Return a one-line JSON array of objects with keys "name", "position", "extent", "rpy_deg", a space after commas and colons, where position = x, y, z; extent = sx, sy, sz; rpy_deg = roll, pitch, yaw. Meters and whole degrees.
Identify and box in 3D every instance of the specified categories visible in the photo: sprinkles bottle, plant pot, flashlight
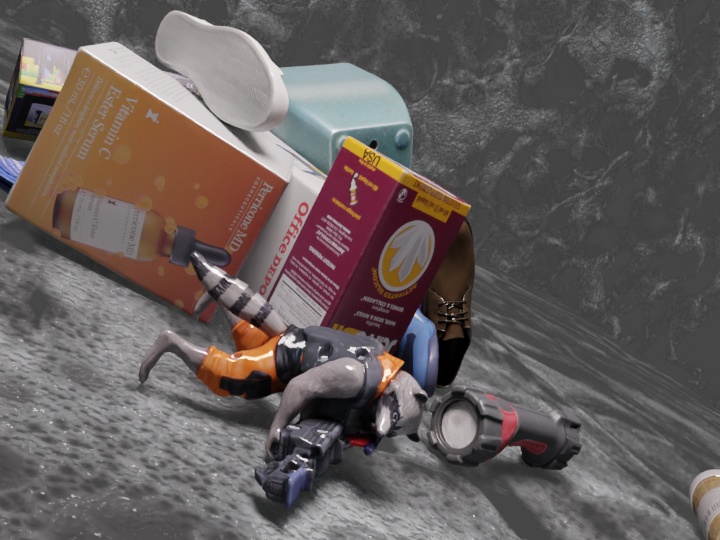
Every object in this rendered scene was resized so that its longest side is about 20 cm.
[{"name": "sprinkles bottle", "position": [0.410, 0.280, 0.842], "extent": [0.067, 0.069, 0.199], "rpy_deg": [30, 9, 14]}, {"name": "plant pot", "position": [-0.036, -0.134, 0.929], "extent": [0.192, 0.202, 0.199], "rpy_deg": [-13, 26, -32]}, {"name": "flashlight", "position": [0.142, 0.158, 0.722], "extent": [0.066, 0.070, 0.198], "rpy_deg": [-9, -22, 37]}]

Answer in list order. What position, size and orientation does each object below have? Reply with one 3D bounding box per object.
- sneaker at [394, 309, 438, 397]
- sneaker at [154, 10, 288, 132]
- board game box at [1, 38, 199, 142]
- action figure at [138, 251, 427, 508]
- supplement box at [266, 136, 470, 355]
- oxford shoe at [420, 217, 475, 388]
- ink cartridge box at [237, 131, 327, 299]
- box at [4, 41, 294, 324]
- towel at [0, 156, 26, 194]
[{"name": "sneaker", "position": [0.030, 0.070, 0.832], "extent": [0.080, 0.076, 0.201], "rpy_deg": [1, 27, -18]}, {"name": "sneaker", "position": [-0.099, -0.176, 0.710], "extent": [0.114, 0.075, 0.200], "rpy_deg": [14, 22, -48]}, {"name": "board game box", "position": [-0.312, -0.195, 0.910], "extent": [0.196, 0.058, 0.164], "rpy_deg": [7, -13, -31]}, {"name": "action figure", "position": [-0.044, 0.069, 0.507], "extent": [0.189, 0.107, 0.200], "rpy_deg": [19, 6, 2]}, {"name": "supplement box", "position": [0.000, 0.000, 0.694], "extent": [0.109, 0.204, 0.085], "rpy_deg": [17, 13, -47]}, {"name": "oxford shoe", "position": [0.101, 0.037, 0.847], "extent": [0.071, 0.206, 0.085], "rpy_deg": [-3, 21, -13]}, {"name": "ink cartridge box", "position": [-0.104, -0.054, 0.802], "extent": [0.199, 0.148, 0.087], "rpy_deg": [38, 18, 33]}, {"name": "box", "position": [-0.178, -0.079, 0.677], "extent": [0.197, 0.154, 0.107], "rpy_deg": [30, 14, -11]}, {"name": "towel", "position": [-0.290, -0.075, 0.801], "extent": [0.143, 0.024, 0.199], "rpy_deg": [33, 9, 18]}]
